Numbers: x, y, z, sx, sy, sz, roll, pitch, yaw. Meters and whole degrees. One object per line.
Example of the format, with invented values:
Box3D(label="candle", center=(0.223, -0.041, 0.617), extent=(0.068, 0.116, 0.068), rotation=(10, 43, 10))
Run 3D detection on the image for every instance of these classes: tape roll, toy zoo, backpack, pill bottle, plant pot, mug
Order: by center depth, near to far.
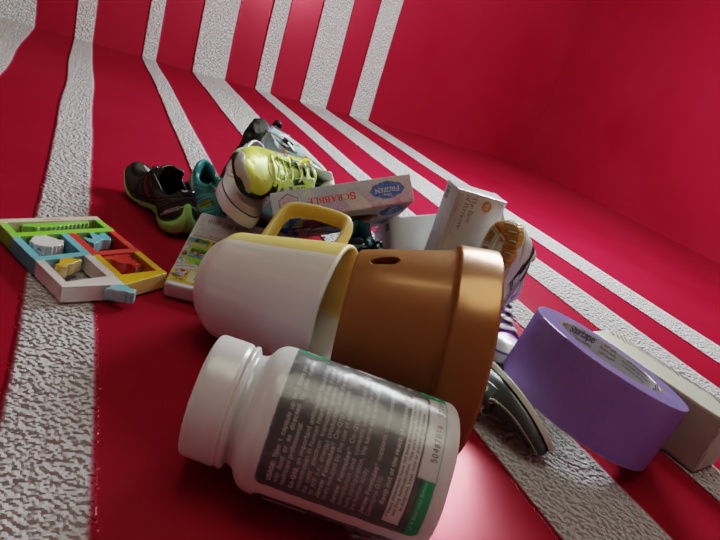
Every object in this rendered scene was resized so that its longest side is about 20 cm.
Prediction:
Box3D(label="pill bottle", center=(-0.031, 0.128, 0.465), extent=(0.196, 0.115, 0.113), rotation=(20, 20, -1))
Box3D(label="plant pot", center=(0.048, 0.064, 0.592), extent=(0.137, 0.204, 0.201), rotation=(14, 20, 2))
Box3D(label="mug", center=(-0.088, 0.022, 0.656), extent=(0.150, 0.153, 0.187), rotation=(14, 25, 14))
Box3D(label="toy zoo", center=(-0.321, -0.013, 0.700), extent=(0.198, 0.021, 0.130), rotation=(32, 23, 29))
Box3D(label="tape roll", center=(0.276, 0.135, 0.713), extent=(0.197, 0.086, 0.200), rotation=(29, 13, -7))
Box3D(label="backpack", center=(-0.136, -0.148, 1.040), extent=(0.198, 0.169, 0.127), rotation=(33, 14, -6))

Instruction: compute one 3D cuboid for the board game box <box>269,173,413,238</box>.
Box3D(label="board game box", center=(-0.035, -0.090, 0.895), extent=(0.194, 0.042, 0.200), rotation=(-9, -4, -7))

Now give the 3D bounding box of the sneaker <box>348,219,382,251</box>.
Box3D(label="sneaker", center=(0.000, 0.000, 0.800), extent=(0.072, 0.083, 0.201), rotation=(10, 25, -20))

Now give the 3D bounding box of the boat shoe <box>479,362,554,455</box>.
Box3D(label="boat shoe", center=(0.144, 0.143, 0.695), extent=(0.201, 0.061, 0.073), rotation=(52, -5, 41))

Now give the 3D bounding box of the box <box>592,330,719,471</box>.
Box3D(label="box", center=(0.390, 0.167, 0.801), extent=(0.067, 0.084, 0.200), rotation=(4, 27, -38))

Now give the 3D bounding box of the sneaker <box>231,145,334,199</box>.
Box3D(label="sneaker", center=(-0.107, -0.140, 0.840), extent=(0.075, 0.077, 0.199), rotation=(-11, -2, 25))

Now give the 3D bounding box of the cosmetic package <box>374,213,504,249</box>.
Box3D(label="cosmetic package", center=(0.128, -0.046, 0.973), extent=(0.195, 0.083, 0.113), rotation=(-7, -5, -10))

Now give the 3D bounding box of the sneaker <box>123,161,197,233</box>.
Box3D(label="sneaker", center=(-0.302, -0.129, 0.922), extent=(0.076, 0.085, 0.199), rotation=(-3, 30, -47))

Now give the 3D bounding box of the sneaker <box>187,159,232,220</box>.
Box3D(label="sneaker", center=(-0.219, -0.100, 0.920), extent=(0.076, 0.081, 0.200), rotation=(-4, 40, -44))

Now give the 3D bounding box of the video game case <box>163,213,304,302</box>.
Box3D(label="video game case", center=(-0.137, -0.003, 0.787), extent=(0.195, 0.023, 0.183), rotation=(15, 31, -8))

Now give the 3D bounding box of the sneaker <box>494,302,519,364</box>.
Box3D(label="sneaker", center=(0.198, 0.049, 0.879), extent=(0.071, 0.116, 0.201), rotation=(14, 22, -16))

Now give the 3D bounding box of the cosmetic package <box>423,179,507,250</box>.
Box3D(label="cosmetic package", center=(0.138, -0.021, 0.874), extent=(0.081, 0.204, 0.051), rotation=(11, 20, -18))

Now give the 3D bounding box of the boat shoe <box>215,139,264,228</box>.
Box3D(label="boat shoe", center=(-0.169, -0.138, 0.883), extent=(0.073, 0.066, 0.202), rotation=(29, 25, -30))

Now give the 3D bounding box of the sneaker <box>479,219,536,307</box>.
Box3D(label="sneaker", center=(0.181, 0.036, 0.813), extent=(0.075, 0.202, 0.087), rotation=(31, -2, 45))
